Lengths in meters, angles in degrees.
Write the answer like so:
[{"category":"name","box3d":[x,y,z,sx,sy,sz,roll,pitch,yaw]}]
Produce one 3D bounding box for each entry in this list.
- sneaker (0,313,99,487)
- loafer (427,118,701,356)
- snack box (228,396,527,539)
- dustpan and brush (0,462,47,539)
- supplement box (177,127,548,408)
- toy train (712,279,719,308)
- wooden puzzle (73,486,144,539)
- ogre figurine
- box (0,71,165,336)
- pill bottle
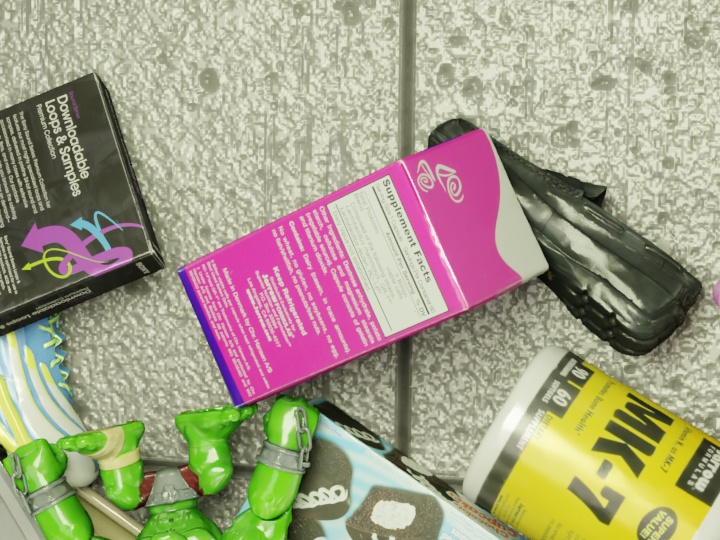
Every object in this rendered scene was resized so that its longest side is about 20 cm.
[{"category":"sneaker","box3d":[-0.228,0.048,1.558,0.200,0.076,0.105,46,104,7]},{"category":"loafer","box3d":[0.127,-0.030,1.467,0.200,0.068,0.070,42,68,14]},{"category":"snack box","box3d":[0.020,0.188,1.528,0.200,0.037,0.116,34,104,9]},{"category":"dustpan and brush","box3d":[-0.301,0.182,1.587,0.140,0.057,0.200,57,142,5]},{"category":"supplement box","box3d":[0.000,0.000,1.446,0.200,0.101,0.104,-23,90,37]},{"category":"toy train","box3d":[0.265,0.038,1.388,0.055,0.200,0.150,-16,57,-7]},{"category":"wooden puzzle","box3d":[-0.195,0.259,1.593,0.185,0.037,0.200,34,104,9]},{"category":"ogre figurine","box3d":[-0.120,0.153,1.503,0.200,0.098,0.120,-11,91,-16]},{"category":"box","box3d":[-0.241,-0.030,1.529,0.200,0.036,0.143,-22,66,6]},{"category":"pill bottle","box3d":[0.174,0.142,1.443,0.200,0.114,0.114,31,103,9]}]
